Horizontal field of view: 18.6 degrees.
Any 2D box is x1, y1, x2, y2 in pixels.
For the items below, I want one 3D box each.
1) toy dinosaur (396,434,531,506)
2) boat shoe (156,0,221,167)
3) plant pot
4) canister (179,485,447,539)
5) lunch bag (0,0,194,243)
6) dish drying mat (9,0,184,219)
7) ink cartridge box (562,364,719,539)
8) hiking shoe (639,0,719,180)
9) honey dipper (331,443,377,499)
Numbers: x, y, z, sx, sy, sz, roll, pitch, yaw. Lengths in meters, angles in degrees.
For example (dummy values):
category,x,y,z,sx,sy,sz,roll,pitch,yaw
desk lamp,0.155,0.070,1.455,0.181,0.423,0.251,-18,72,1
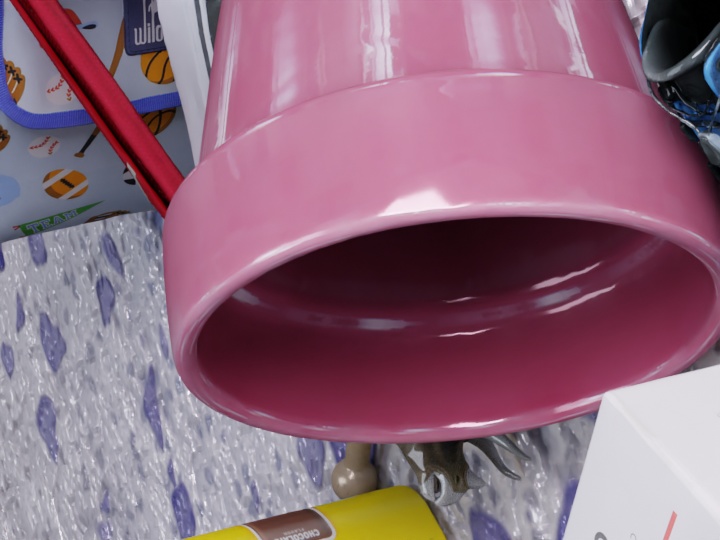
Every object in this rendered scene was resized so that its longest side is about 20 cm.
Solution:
category,x,y,z,sx,sy,sz,roll,pitch,yaw
toy dinosaur,0.000,0.000,0.917,0.077,0.102,0.200,-127,25,-73
boat shoe,-0.031,-0.061,0.959,0.071,0.072,0.200,11,144,26
plant pot,0.024,-0.055,0.785,0.200,0.200,0.179,132,137,-56
canister,-0.065,0.177,1.000,0.087,0.200,0.149,60,146,31
lunch bag,-0.123,-0.110,1.037,0.124,0.170,0.200,59,145,28
dish drying mat,-0.122,-0.090,0.915,0.200,0.018,0.077,56,175,-36
ink cartridge box,0.122,0.084,0.624,0.068,0.200,0.117,49,140,42
hiking shoe,0.123,-0.052,0.691,0.074,0.087,0.200,1,101,61
honey dipper,0.006,0.029,0.992,0.038,0.038,0.200,49,141,43
